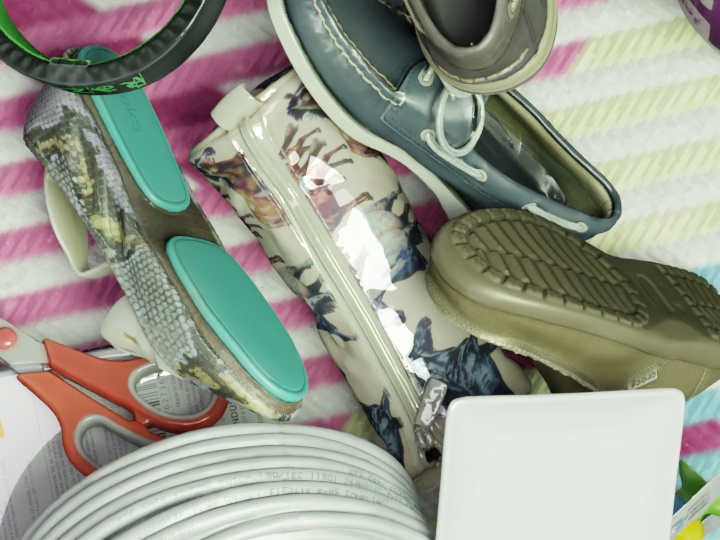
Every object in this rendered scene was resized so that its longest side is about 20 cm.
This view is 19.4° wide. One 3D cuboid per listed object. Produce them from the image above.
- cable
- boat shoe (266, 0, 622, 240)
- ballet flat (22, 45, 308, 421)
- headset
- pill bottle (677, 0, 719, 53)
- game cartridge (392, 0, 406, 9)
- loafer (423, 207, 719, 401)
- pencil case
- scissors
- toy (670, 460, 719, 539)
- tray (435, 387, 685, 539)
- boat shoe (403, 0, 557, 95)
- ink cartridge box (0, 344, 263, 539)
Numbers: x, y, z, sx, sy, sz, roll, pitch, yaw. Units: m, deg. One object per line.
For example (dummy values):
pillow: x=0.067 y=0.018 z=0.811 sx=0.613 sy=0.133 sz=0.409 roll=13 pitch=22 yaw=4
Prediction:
cable: x=-0.057 y=0.148 z=0.909 sx=0.198 sy=0.069 sz=0.201 roll=-6 pitch=136 yaw=-15
boat shoe: x=0.039 y=-0.072 z=0.924 sx=0.062 sy=0.075 sz=0.200 roll=-23 pitch=125 yaw=36
ballet flat: x=-0.091 y=-0.004 z=0.919 sx=0.072 sy=0.072 sz=0.201 roll=-29 pitch=68 yaw=-5
headset: x=-0.105 y=-0.175 z=0.913 sx=0.123 sy=0.094 sz=0.202 roll=7 pitch=89 yaw=17
pill bottle: x=0.187 y=-0.148 z=0.898 sx=0.111 sy=0.200 sz=0.113 roll=-2 pitch=78 yaw=7
game cartridge: x=0.032 y=-0.199 z=0.912 sx=0.129 sy=0.038 sz=0.201 roll=10 pitch=118 yaw=1
loafer: x=0.098 y=0.029 z=0.935 sx=0.199 sy=0.076 sz=0.068 roll=17 pitch=120 yaw=-40
pencil case: x=0.000 y=0.000 z=0.945 sx=0.078 sy=0.089 sz=0.201 roll=-31 pitch=98 yaw=8
scissors: x=-0.150 y=0.042 z=0.929 sx=0.199 sy=0.014 sz=0.074 roll=22 pitch=68 yaw=5
toy: x=0.082 y=0.157 z=0.969 sx=0.200 sy=0.115 sz=0.047 roll=-38 pitch=70 yaw=-2
tray: x=0.075 y=0.144 z=0.889 sx=0.107 sy=0.022 sz=0.202 roll=-1 pitch=106 yaw=-20
boat shoe: x=0.037 y=-0.172 z=0.837 sx=0.074 sy=0.073 sz=0.201 roll=-16 pitch=87 yaw=9
ink cartridge box: x=-0.139 y=0.100 z=0.958 sx=0.199 sy=0.042 sz=0.120 roll=-12 pitch=94 yaw=-10
